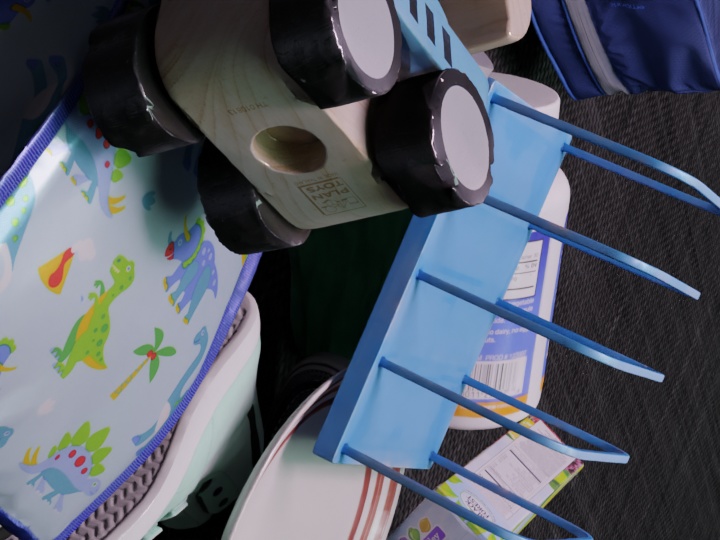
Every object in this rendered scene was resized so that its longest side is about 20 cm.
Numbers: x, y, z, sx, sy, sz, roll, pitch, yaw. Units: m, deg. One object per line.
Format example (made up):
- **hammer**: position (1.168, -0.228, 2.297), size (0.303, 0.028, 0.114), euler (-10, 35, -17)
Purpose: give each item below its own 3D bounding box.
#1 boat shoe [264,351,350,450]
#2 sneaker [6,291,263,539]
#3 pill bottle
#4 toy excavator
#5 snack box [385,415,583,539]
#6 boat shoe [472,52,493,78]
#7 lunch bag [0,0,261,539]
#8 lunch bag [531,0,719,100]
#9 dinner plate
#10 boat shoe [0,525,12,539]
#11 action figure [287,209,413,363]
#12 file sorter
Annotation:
- **boat shoe**: position (-0.043, 0.151, 0.974), size (0.093, 0.074, 0.202), euler (-31, 132, -65)
- **sneaker**: position (-0.103, 0.112, 0.836), size (0.201, 0.073, 0.119), euler (-52, 150, -36)
- **pill bottle**: position (0.068, -0.015, 1.063), size (0.112, 0.111, 0.202), euler (-28, 129, -56)
- **toy excavator**: position (0.006, -0.099, 0.646), size (0.194, 0.099, 0.202), euler (46, 43, -44)
- **snack box**: position (0.037, 0.186, 1.076), size (0.200, 0.053, 0.142), euler (-51, 167, 30)
- **boat shoe**: position (-0.028, -0.098, 0.749), size (0.199, 0.072, 0.066), euler (13, 120, -47)
- **lunch bag**: position (-0.123, -0.016, 0.657), size (0.170, 0.126, 0.202), euler (60, 41, -55)
- **lunch bag**: position (0.173, -0.200, 1.150), size (0.200, 0.131, 0.137), euler (51, 43, -59)
- **dinner plate**: position (-0.032, 0.138, 0.897), size (0.200, 0.024, 0.202), euler (-44, 146, -42)
- **boat shoe**: position (-0.116, 0.037, 0.761), size (0.202, 0.073, 0.063), euler (-61, 152, -25)
- **action figure**: position (0.000, 0.000, 0.969), size (0.055, 0.117, 0.201), euler (-62, 163, -48)
- **file sorter**: position (0.090, 0.027, 0.878), size (0.202, 0.122, 0.139), euler (-67, 157, 2)
